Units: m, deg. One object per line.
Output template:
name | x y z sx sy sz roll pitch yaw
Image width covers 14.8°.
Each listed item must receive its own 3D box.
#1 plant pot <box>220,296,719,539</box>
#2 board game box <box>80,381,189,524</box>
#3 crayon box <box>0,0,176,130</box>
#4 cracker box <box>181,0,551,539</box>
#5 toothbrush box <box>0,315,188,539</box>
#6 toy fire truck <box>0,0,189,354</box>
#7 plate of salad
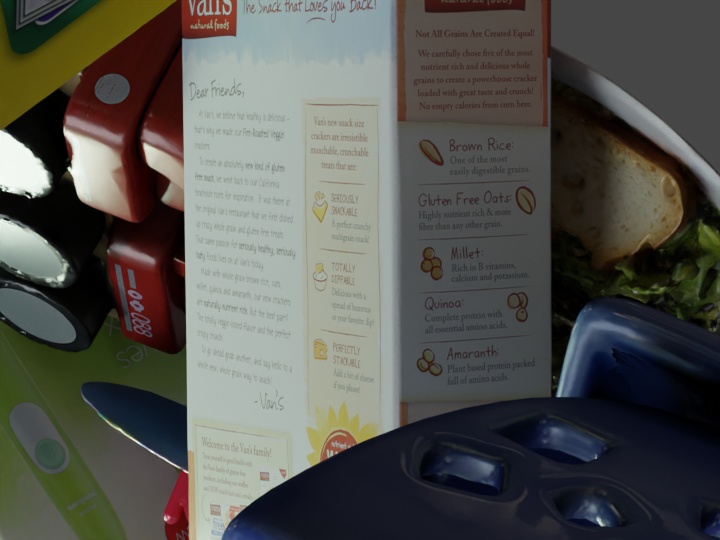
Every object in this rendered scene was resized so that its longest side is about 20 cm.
plant pot | 0.084 0.135 0.656 0.200 0.180 0.200 25 126 23
board game box | -0.016 0.099 1.005 0.200 0.039 0.158 23 -176 -13
crayon box | -0.078 -0.152 0.733 0.058 0.173 0.200 35 151 28
cracker box | 0.000 0.000 0.836 0.134 0.058 0.200 9 101 60
toothbrush box | -0.102 0.085 1.089 0.200 0.146 0.086 57 142 6
toy fire truck | -0.038 -0.008 0.962 0.200 0.129 0.176 21 153 12
plate of salad | 0.067 0.011 0.873 0.200 0.048 0.200 37 152 23
